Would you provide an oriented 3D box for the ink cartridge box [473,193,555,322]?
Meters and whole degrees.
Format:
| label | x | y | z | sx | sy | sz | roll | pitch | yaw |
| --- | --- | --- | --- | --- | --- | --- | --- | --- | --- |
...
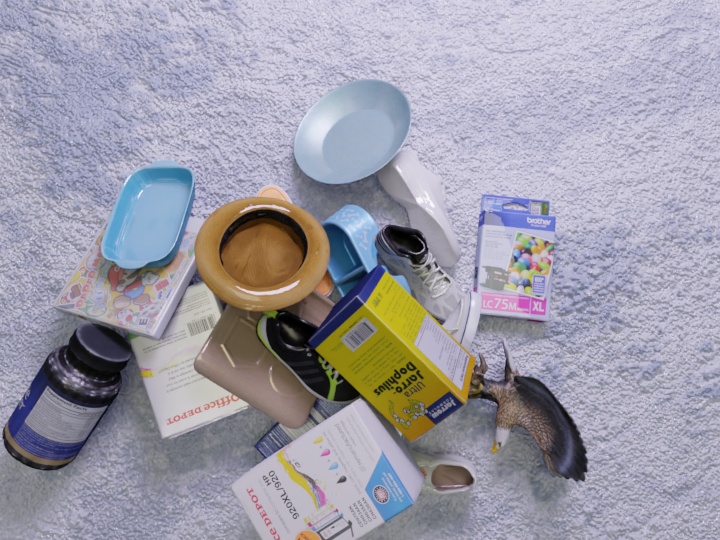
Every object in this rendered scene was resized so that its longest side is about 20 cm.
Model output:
| label | x | y | z | sx | sy | sz | roll | pitch | yaw |
| --- | --- | --- | --- | --- | --- | --- | --- | --- | --- |
| ink cartridge box | 0.246 | -0.023 | 0.987 | 0.119 | 0.042 | 0.201 | 6 | 82 | 0 |

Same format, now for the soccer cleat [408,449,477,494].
| label | x | y | z | sx | sy | sz | roll | pitch | yaw |
| --- | --- | --- | --- | --- | --- | --- | --- | --- | --- |
| soccer cleat | 0.077 | 0.301 | 0.922 | 0.199 | 0.078 | 0.070 | 1 | 85 | -4 |

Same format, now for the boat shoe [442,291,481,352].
| label | x | y | z | sx | sy | sz | roll | pitch | yaw |
| --- | --- | --- | --- | --- | --- | --- | --- | --- | --- |
| boat shoe | 0.114 | 0.117 | 0.935 | 0.086 | 0.075 | 0.203 | 19 | 109 | 0 |

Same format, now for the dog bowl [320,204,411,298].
| label | x | y | z | sx | sy | sz | roll | pitch | yaw |
| --- | --- | --- | --- | --- | --- | --- | --- | --- | --- |
| dog bowl | 0.000 | 0.000 | 0.939 | 0.049 | 0.111 | 0.201 | -25 | 87 | -37 |

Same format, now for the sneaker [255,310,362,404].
| label | x | y | z | sx | sy | sz | roll | pitch | yaw |
| --- | --- | --- | --- | --- | --- | --- | --- | --- | --- |
| sneaker | -0.066 | 0.125 | 0.883 | 0.200 | 0.083 | 0.072 | 37 | 61 | -14 |

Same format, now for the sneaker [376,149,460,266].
| label | x | y | z | sx | sy | sz | roll | pitch | yaw |
| --- | --- | --- | --- | --- | --- | --- | --- | --- | --- |
| sneaker | 0.114 | -0.105 | 0.986 | 0.088 | 0.075 | 0.201 | -34 | 94 | -35 |

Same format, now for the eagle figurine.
| label | x | y | z | sx | sy | sz | roll | pitch | yaw |
| --- | --- | --- | --- | --- | --- | --- | --- | --- | --- |
| eagle figurine | 0.244 | 0.214 | 0.911 | 0.199 | 0.152 | 0.152 | 25 | 126 | 17 |

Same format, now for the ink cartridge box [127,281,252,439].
| label | x | y | z | sx | sy | sz | roll | pitch | yaw |
| --- | --- | --- | --- | --- | --- | --- | --- | --- | --- |
| ink cartridge box | -0.254 | 0.134 | 0.941 | 0.144 | 0.084 | 0.201 | -21 | 83 | -3 |

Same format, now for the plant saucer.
| label | x | y | z | sx | sy | sz | roll | pitch | yaw |
| --- | --- | --- | --- | --- | --- | --- | --- | --- | --- |
| plant saucer | -0.009 | -0.213 | 0.982 | 0.200 | 0.039 | 0.202 | -10 | 61 | 19 |

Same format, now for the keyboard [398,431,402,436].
| label | x | y | z | sx | sy | sz | roll | pitch | yaw |
| --- | --- | --- | --- | --- | --- | --- | --- | --- | --- |
| keyboard | 0.032 | 0.272 | 0.966 | 0.056 | 0.011 | 0.201 | 19 | 84 | -3 |

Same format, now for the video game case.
| label | x | y | z | sx | sy | sz | roll | pitch | yaw |
| --- | --- | --- | --- | --- | --- | --- | --- | --- | --- |
| video game case | -0.338 | -0.007 | 0.934 | 0.181 | 0.023 | 0.201 | 13 | 63 | 17 |

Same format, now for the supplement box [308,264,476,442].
| label | x | y | z | sx | sy | sz | roll | pitch | yaw |
| --- | --- | --- | --- | --- | --- | --- | --- | --- | --- |
| supplement box | 0.047 | 0.112 | 0.849 | 0.200 | 0.109 | 0.109 | 44 | 118 | -4 |

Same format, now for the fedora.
| label | x | y | z | sx | sy | sz | roll | pitch | yaw |
| --- | --- | --- | --- | --- | --- | --- | --- | --- | --- |
| fedora | -0.141 | -0.014 | 0.886 | 0.199 | 0.082 | 0.201 | 7 | 54 | -10 |

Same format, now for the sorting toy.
| label | x | y | z | sx | sy | sz | roll | pitch | yaw |
| --- | --- | --- | --- | --- | --- | --- | --- | --- | --- |
| sorting toy | -0.126 | 0.107 | 0.926 | 0.185 | 0.036 | 0.201 | 35 | 62 | -15 |

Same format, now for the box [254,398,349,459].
| label | x | y | z | sx | sy | sz | roll | pitch | yaw |
| --- | --- | --- | --- | --- | --- | --- | --- | --- | --- |
| box | -0.051 | 0.240 | 0.951 | 0.200 | 0.032 | 0.121 | -45 | 81 | -2 |

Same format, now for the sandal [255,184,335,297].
| label | x | y | z | sx | sy | sz | roll | pitch | yaw |
| --- | --- | --- | --- | --- | --- | --- | --- | --- | --- |
| sandal | -0.113 | -0.044 | 0.976 | 0.079 | 0.059 | 0.207 | -29 | 85 | -3 |

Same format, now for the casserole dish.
| label | x | y | z | sx | sy | sz | roll | pitch | yaw |
| --- | --- | --- | --- | --- | --- | --- | --- | --- | --- |
| casserole dish | -0.316 | -0.080 | 0.940 | 0.120 | 0.039 | 0.201 | 1 | 60 | 10 |

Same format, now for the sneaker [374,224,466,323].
| label | x | y | z | sx | sy | sz | roll | pitch | yaw |
| --- | --- | --- | --- | --- | --- | --- | --- | --- | --- |
| sneaker | 0.096 | 0.008 | 0.942 | 0.200 | 0.115 | 0.076 | 43 | 83 | 4 |

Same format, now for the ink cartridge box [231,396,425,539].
| label | x | y | z | sx | sy | sz | roll | pitch | yaw |
| --- | --- | --- | --- | --- | --- | --- | --- | --- | --- |
| ink cartridge box | -0.039 | 0.287 | 0.843 | 0.200 | 0.145 | 0.148 | -35 | 80 | 8 |

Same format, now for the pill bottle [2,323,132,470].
| label | x | y | z | sx | sy | sz | roll | pitch | yaw |
| --- | --- | --- | --- | --- | --- | --- | --- | --- | --- |
| pill bottle | -0.420 | 0.180 | 0.897 | 0.112 | 0.112 | 0.200 | 37 | 101 | 4 |
